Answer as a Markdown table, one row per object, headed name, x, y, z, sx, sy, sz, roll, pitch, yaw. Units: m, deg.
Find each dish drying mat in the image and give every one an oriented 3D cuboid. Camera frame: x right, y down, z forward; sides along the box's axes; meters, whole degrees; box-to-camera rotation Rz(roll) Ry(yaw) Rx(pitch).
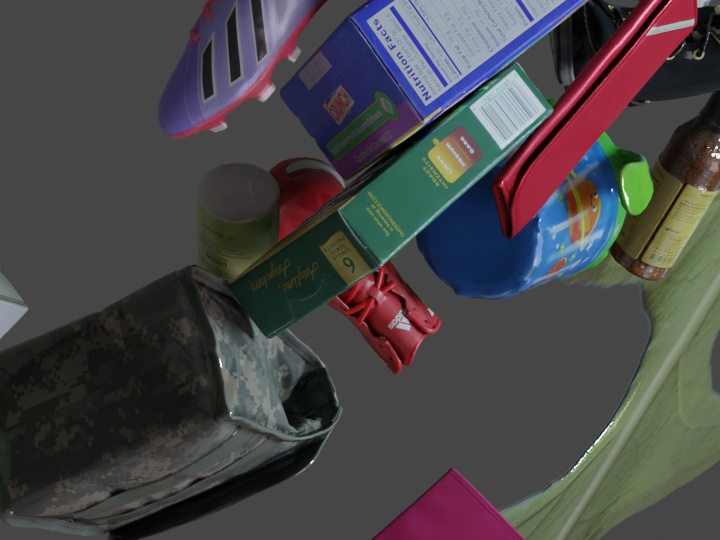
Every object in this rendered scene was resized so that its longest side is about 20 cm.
| name | x | y | z | sx | sy | sz | roll | pitch | yaw |
| --- | --- | --- | --- | --- | --- | --- | --- | --- | --- |
| dish drying mat | 0.154 | -0.110 | 1.076 | 0.200 | 0.018 | 0.077 | -50 | 156 | -13 |

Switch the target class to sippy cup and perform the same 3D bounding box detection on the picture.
| name | x | y | z | sx | sy | sz | roll | pitch | yaw |
| --- | --- | --- | --- | --- | --- | --- | --- | --- | --- |
| sippy cup | 0.105 | -0.042 | 1.171 | 0.178 | 0.140 | 0.130 | -51 | 170 | 31 |

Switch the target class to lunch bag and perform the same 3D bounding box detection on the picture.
| name | x | y | z | sx | sy | sz | roll | pitch | yaw |
| --- | --- | --- | --- | --- | --- | --- | --- | --- | --- |
| lunch bag | -0.116 | 0.094 | 1.032 | 0.163 | 0.118 | 0.200 | -23 | 159 | 15 |

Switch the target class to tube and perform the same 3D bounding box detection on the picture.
| name | x | y | z | sx | sy | sz | roll | pitch | yaw |
| --- | --- | --- | --- | --- | --- | --- | --- | --- | --- |
| tube | -0.079 | 0.018 | 1.078 | 0.052 | 0.058 | 0.201 | -9 | 142 | -12 |

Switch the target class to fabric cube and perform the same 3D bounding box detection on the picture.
| name | x | y | z | sx | sy | sz | roll | pitch | yaw |
| --- | --- | --- | --- | --- | --- | --- | --- | --- | --- |
| fabric cube | 0.090 | 0.360 | 1.660 | 0.199 | 0.196 | 0.200 | -40 | 153 | -15 |

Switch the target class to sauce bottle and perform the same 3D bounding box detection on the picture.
| name | x | y | z | sx | sy | sz | roll | pitch | yaw |
| --- | --- | --- | --- | --- | --- | --- | --- | --- | --- |
| sauce bottle | 0.297 | -0.085 | 1.510 | 0.066 | 0.066 | 0.201 | -11 | 138 | -50 |

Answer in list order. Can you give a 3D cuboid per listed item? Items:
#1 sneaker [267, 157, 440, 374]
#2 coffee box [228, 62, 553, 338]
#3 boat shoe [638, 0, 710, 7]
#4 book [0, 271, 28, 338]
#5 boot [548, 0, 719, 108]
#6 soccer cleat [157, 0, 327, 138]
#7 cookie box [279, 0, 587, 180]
| name | x | y | z | sx | sy | sz | roll | pitch | yaw |
| --- | --- | --- | --- | --- | --- | --- | --- | --- | --- |
| sneaker | 0.000 | 0.000 | 1.123 | 0.078 | 0.115 | 0.200 | -49 | 153 | 3 |
| coffee box | 0.020 | -0.045 | 1.000 | 0.200 | 0.044 | 0.123 | -42 | -173 | -40 |
| boat shoe | 0.219 | -0.233 | 1.193 | 0.066 | 0.072 | 0.200 | -50 | 162 | -5 |
| book | -0.277 | 0.037 | 0.850 | 0.134 | 0.048 | 0.200 | -47 | 156 | 8 |
| boot | 0.213 | -0.169 | 1.179 | 0.153 | 0.074 | 0.204 | -9 | 164 | 13 |
| soccer cleat | -0.050 | -0.158 | 0.913 | 0.200 | 0.067 | 0.076 | -43 | 115 | 11 |
| cookie box | 0.064 | -0.152 | 0.983 | 0.200 | 0.075 | 0.171 | -38 | -176 | -17 |
